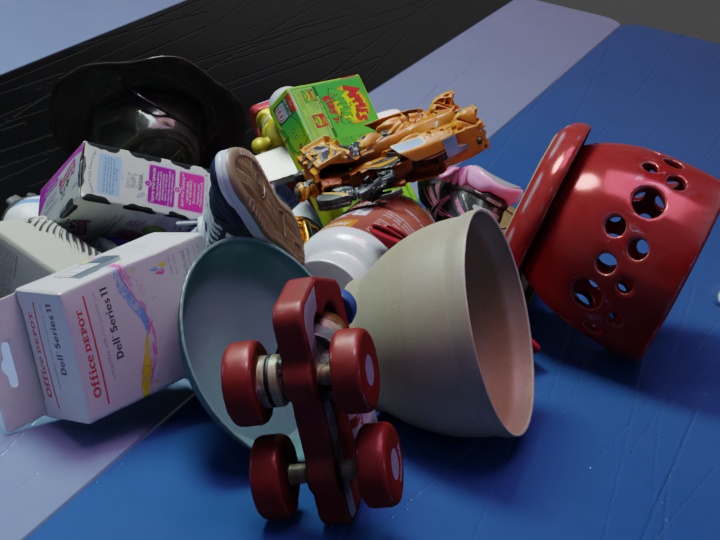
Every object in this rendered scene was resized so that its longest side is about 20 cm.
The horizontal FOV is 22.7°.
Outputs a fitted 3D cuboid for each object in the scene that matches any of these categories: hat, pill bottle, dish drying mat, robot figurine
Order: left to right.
[{"bbox_3d":[-0.215,-0.124,1.786,0.199,0.201,0.081,7,54,-7],"label":"hat"},{"bbox_3d":[0.000,0.000,1.765,0.112,0.113,0.200,16,22,16],"label":"pill bottle"},{"bbox_3d":[0.023,-0.120,1.833,0.199,0.059,0.145,-21,22,-10],"label":"robot figurine"},{"bbox_3d":[0.092,0.018,1.719,0.200,0.018,0.077,41,-8,-34],"label":"dish drying mat"}]

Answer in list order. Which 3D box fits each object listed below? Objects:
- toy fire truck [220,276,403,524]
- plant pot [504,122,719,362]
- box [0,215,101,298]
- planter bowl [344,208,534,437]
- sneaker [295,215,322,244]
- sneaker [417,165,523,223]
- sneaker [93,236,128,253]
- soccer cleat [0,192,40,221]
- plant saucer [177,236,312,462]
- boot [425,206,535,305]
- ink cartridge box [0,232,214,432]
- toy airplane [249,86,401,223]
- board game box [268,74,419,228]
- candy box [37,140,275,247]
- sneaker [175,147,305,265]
[{"bbox_3d":[-0.028,0.095,1.425,0.111,0.201,0.168,-8,22,14],"label":"toy fire truck"},{"bbox_3d":[0.244,-0.035,1.790,0.182,0.201,0.200,27,24,4],"label":"plant pot"},{"bbox_3d":[-0.266,0.023,1.643,0.068,0.083,0.200,-11,31,-42],"label":"box"},{"bbox_3d":[0.062,0.055,1.586,0.134,0.201,0.200,-10,16,19],"label":"planter bowl"},{"bbox_3d":[-0.069,-0.023,1.843,0.078,0.078,0.200,9,20,4],"label":"sneaker"},{"bbox_3d":[0.098,-0.058,1.867,0.079,0.096,0.200,20,-2,-14],"label":"sneaker"},{"bbox_3d":[-0.176,0.029,1.696,0.099,0.070,0.200,-2,27,-44],"label":"sneaker"},{"bbox_3d":[-0.280,-0.050,1.850,0.086,0.070,0.200,37,35,24],"label":"soccer cleat"},{"bbox_3d":[-0.087,0.071,1.526,0.036,0.201,0.200,-26,-3,37],"label":"plant saucer"},{"bbox_3d":[0.121,-0.021,1.932,0.174,0.067,0.200,16,25,18],"label":"boot"},{"bbox_3d":[-0.213,0.052,1.501,0.067,0.118,0.199,4,22,45],"label":"ink cartridge box"},{"bbox_3d":[-0.072,-0.137,2.028,0.198,0.142,0.200,7,37,23],"label":"toy airplane"},{"bbox_3d":[-0.010,-0.108,1.942,0.101,0.048,0.201,-15,73,-37],"label":"board game box"},{"bbox_3d":[-0.200,-0.056,1.750,0.199,0.061,0.136,11,-23,-26],"label":"candy box"},{"bbox_3d":[-0.126,-0.042,1.601,0.108,0.071,0.200,-11,-23,11],"label":"sneaker"}]
